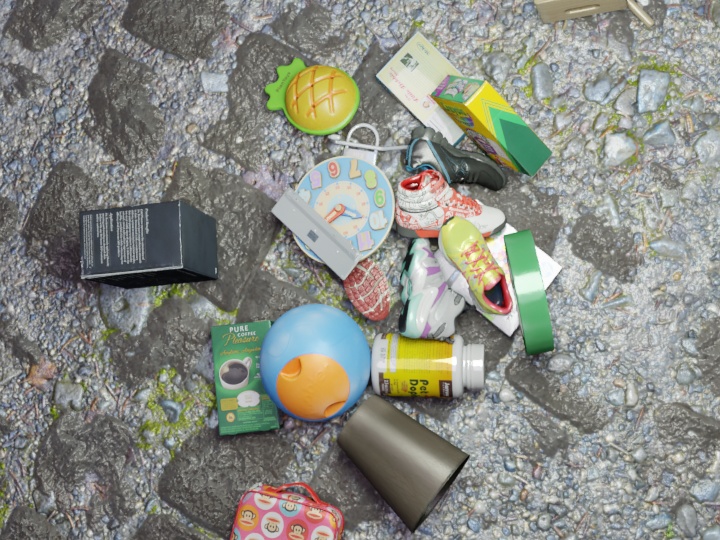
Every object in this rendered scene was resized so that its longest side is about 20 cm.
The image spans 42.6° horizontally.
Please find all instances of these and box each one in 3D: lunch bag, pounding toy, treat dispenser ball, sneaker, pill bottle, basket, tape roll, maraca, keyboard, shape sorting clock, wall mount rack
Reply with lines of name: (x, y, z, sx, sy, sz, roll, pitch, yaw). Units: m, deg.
lunch bag: (-0.132, 0.469, 1.661, 0.196, 0.082, 0.180, 14, 86, 11)
pounding toy: (0.414, -0.530, 1.650, 0.195, 0.142, 0.189, -5, 83, 20)
treat dispenser ball: (-0.079, 0.161, 1.621, 0.196, 0.201, 0.206, -1, 84, 10)
sneaker: (0.000, 0.000, 1.680, 0.077, 0.082, 0.203, -30, 72, 6)
pill bottle: (0.121, 0.168, 1.632, 0.195, 0.109, 0.112, 0, 84, 10)
basket: (0.065, 0.326, 1.617, 0.199, 0.135, 0.182, 38, 119, 17)
sneaker: (0.204, -0.007, 1.564, 0.078, 0.090, 0.201, -38, 112, -6)
sneaker: (0.158, -0.116, 1.602, 0.196, 0.068, 0.110, -2, 125, 2)
tape roll: (0.278, 0.036, 1.531, 0.047, 0.200, 0.205, -12, 83, 8)
maraca: (-0.091, -0.325, 1.721, 0.198, 0.107, 0.139, 27, 77, 25)
keyboard: (-0.079, -0.067, 1.632, 0.200, 0.011, 0.057, 43, 103, 24)
shape sorting clock: (-0.034, -0.108, 1.646, 0.195, 0.039, 0.205, -3, 79, 14)
wall mount rack: (0.016, -0.174, 1.701, 0.170, 0.075, 0.205, 9, 87, 9)
sneaker: (0.141, 0.037, 1.625, 0.137, 0.078, 0.204, 14, 63, -13)
sneaker: (0.168, -0.180, 1.652, 0.197, 0.073, 0.083, 23, 77, -12)

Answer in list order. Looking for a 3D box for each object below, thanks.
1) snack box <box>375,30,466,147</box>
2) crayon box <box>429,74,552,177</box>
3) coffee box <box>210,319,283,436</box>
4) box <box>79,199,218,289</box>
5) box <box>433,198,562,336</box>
snack box: (0.136, -0.331, 1.714, 0.116, 0.037, 0.200, -44, 80, 2)
crayon box: (0.219, -0.251, 1.580, 0.172, 0.200, 0.058, 42, 92, -19)
coffee box: (-0.210, 0.199, 1.720, 0.120, 0.044, 0.205, -8, 84, 8)
box: (-0.383, -0.043, 1.693, 0.192, 0.200, 0.127, -4, 83, 9)
box: (0.239, -0.004, 1.664, 0.199, 0.041, 0.157, 39, 93, 10)
